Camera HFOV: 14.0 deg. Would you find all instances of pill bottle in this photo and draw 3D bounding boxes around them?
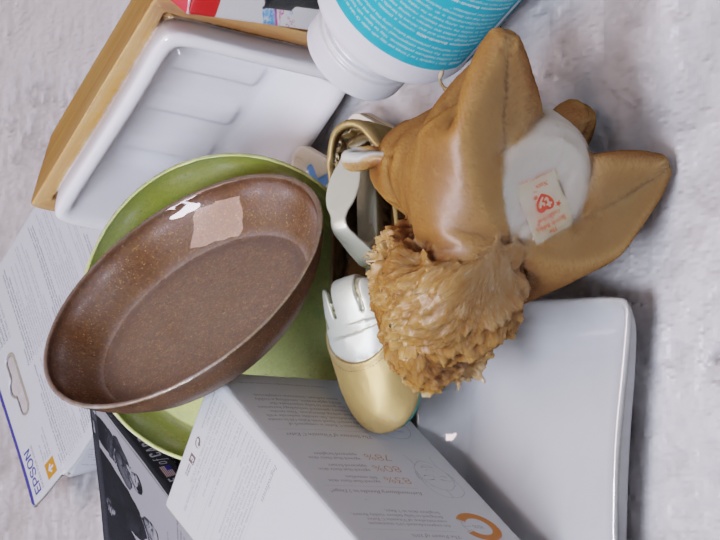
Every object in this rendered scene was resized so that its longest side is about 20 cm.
[{"bbox_3d":[0.046,-0.186,1.750,0.200,0.111,0.111,-47,50,42],"label":"pill bottle"}]

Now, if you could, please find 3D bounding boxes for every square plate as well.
[{"bbox_3d":[0.098,0.114,1.719,0.198,0.028,0.200,1,87,56],"label":"square plate"}]

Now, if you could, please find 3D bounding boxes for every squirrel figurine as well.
[{"bbox_3d":[0.051,-0.031,1.683,0.187,0.142,0.200,12,74,63],"label":"squirrel figurine"}]

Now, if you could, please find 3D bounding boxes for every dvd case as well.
[{"bbox_3d":[-0.128,0.188,1.942,0.200,0.025,0.150,46,146,48],"label":"dvd case"}]

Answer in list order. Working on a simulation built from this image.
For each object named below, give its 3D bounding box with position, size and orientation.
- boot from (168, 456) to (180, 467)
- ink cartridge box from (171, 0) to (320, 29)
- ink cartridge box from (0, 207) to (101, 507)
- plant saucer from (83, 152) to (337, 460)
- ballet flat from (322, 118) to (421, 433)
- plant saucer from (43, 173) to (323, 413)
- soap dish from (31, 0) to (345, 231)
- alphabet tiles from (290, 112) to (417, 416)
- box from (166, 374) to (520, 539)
[{"bbox_3d":[-0.124,0.048,1.950,0.075,0.074,0.200,-174,77,-66],"label":"boot"},{"bbox_3d":[-0.077,-0.206,1.852,0.116,0.200,0.067,42,120,49],"label":"ink cartridge box"},{"bbox_3d":[-0.210,0.042,2.164,0.200,0.041,0.200,-52,47,40],"label":"ink cartridge box"},{"bbox_3d":[-0.081,0.026,1.866,0.200,0.031,0.200,-2,83,17],"label":"plant saucer"},{"bbox_3d":[0.000,0.000,1.769,0.069,0.063,0.200,-18,60,29],"label":"ballet flat"},{"bbox_3d":[-0.101,0.022,1.789,0.200,0.037,0.200,-26,31,17],"label":"plant saucer"},{"bbox_3d":[-0.110,-0.107,1.935,0.200,0.157,0.081,-54,37,37],"label":"soap dish"},{"bbox_3d":[0.000,0.005,1.868,0.196,0.015,0.200,33,113,45],"label":"alphabet tiles"},{"bbox_3d":[-0.008,0.154,1.735,0.200,0.124,0.098,46,122,48],"label":"box"}]
